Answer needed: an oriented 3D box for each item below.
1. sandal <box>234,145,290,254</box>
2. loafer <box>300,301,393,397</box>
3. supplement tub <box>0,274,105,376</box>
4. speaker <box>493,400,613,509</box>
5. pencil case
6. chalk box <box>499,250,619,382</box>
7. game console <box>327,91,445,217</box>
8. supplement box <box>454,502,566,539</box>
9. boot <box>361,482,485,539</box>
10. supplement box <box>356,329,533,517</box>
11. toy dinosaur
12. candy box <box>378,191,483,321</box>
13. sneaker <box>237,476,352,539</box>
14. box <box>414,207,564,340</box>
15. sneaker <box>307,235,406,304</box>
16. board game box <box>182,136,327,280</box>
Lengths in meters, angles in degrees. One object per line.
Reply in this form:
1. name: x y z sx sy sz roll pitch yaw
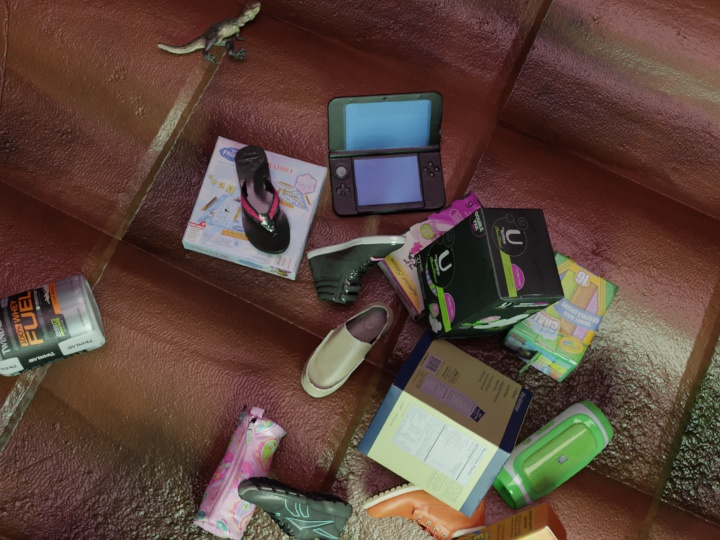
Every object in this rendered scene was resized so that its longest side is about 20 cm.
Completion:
1. sandal: -0.169 -0.121 1.781 0.074 0.045 0.202 -14 74 -8
2. loafer: -0.022 0.120 1.747 0.076 0.068 0.200 40 74 9
3. supplement tub: -0.516 0.092 1.696 0.199 0.123 0.123 -19 75 -9
4. speaker: 0.304 0.293 1.706 0.199 0.089 0.089 -34 77 -13
5. pencil case: -0.186 0.315 1.666 0.087 0.088 0.201 22 74 3
6. chalk box: 0.313 0.095 1.749 0.123 0.125 0.201 30 74 6
7. game console: 0.046 -0.196 1.826 0.198 0.117 0.177 -4 73 -4
8. supplement box: 0.210 0.426 1.613 0.199 0.067 0.069 -30 106 20
9. boot: 0.103 0.380 1.674 0.198 0.075 0.108 -6 78 -7
10. supplement box: 0.133 0.229 1.639 0.199 0.135 0.200 30 28 6
11. toy dinosaur: -0.256 -0.410 1.911 0.199 0.048 0.088 -26 61 -11
12. candy box: 0.141 -0.025 1.807 0.199 0.061 0.137 -31 78 -12
13. sneaker: -0.102 0.370 1.632 0.199 0.075 0.080 22 87 -28
14. box: 0.193 0.008 1.648 0.123 0.200 0.150 0 70 -30
15. sneaker: 0.000 0.000 1.751 0.199 0.070 0.100 -14 80 37
16. board game box: -0.177 -0.107 1.822 0.198 0.041 0.201 17 73 2
